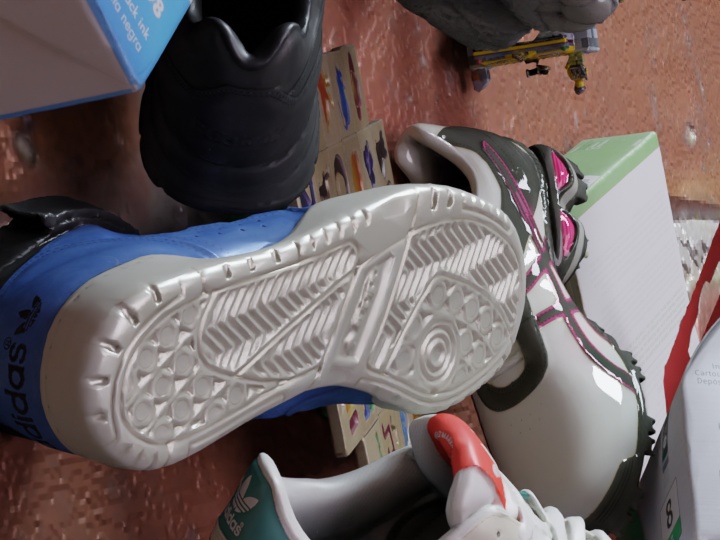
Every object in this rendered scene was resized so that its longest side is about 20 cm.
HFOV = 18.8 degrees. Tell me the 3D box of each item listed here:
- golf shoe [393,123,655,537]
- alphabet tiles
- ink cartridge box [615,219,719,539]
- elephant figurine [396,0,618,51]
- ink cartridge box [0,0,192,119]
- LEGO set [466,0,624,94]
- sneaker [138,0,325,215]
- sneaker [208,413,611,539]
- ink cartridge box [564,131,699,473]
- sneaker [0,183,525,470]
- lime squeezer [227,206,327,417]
[{"bbox_3d":[0.059,0.026,0.908,0.088,0.077,0.200,22,42,-39],"label":"golf shoe"},{"bbox_3d":[0.000,0.000,0.823,0.200,0.006,0.167,-43,123,-77],"label":"alphabet tiles"},{"bbox_3d":[0.134,0.076,0.922,0.161,0.050,0.200,101,-10,-50],"label":"ink cartridge box"},{"bbox_3d":[0.064,-0.195,0.842,0.155,0.141,0.200,34,59,-26],"label":"elephant figurine"},{"bbox_3d":[-0.089,-0.126,0.633,0.067,0.115,0.200,62,34,-32],"label":"ink cartridge box"},{"bbox_3d":[0.105,-0.137,0.951,0.154,0.199,0.116,-35,117,-82],"label":"LEGO set"},{"bbox_3d":[-0.038,-0.121,0.719,0.091,0.076,0.201,108,-23,-57],"label":"sneaker"},{"bbox_3d":[0.044,0.093,0.658,0.070,0.199,0.094,-125,-136,-56],"label":"sneaker"},{"bbox_3d":[0.128,0.046,1.074,0.145,0.048,0.201,-38,117,-59],"label":"ink cartridge box"},{"bbox_3d":[-0.044,0.010,0.670,0.200,0.111,0.077,-16,109,-46],"label":"sneaker"},{"bbox_3d":[-0.027,-0.043,0.813,0.071,0.038,0.201,-9,90,-63],"label":"lime squeezer"}]
